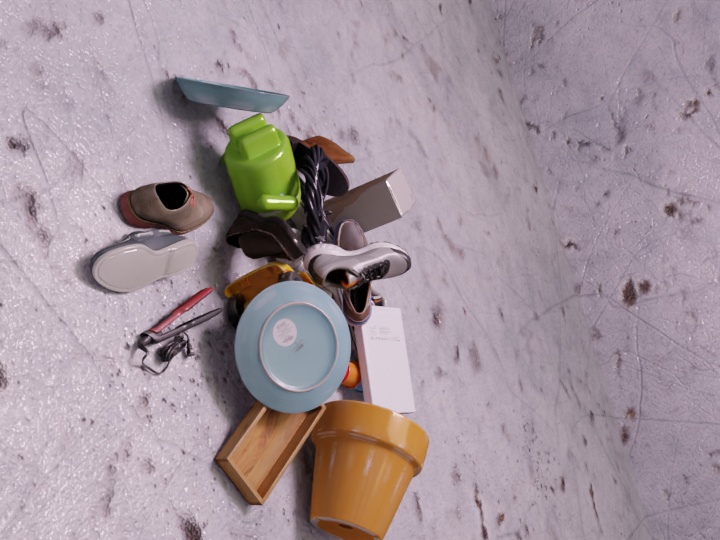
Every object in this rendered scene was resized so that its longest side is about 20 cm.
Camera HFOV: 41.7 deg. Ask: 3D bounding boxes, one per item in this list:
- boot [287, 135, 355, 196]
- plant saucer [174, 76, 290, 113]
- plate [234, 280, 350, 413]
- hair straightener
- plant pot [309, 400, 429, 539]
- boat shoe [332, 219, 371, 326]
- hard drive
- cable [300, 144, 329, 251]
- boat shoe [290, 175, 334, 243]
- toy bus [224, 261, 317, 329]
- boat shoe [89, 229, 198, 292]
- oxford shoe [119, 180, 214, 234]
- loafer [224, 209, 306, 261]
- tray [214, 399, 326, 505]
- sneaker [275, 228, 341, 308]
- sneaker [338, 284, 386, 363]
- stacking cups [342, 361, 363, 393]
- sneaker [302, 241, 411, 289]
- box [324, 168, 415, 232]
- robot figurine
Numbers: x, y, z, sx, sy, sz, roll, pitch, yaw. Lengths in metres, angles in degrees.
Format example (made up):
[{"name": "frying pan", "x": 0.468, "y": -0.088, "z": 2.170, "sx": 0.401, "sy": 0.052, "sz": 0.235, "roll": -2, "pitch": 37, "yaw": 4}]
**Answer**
[{"name": "boot", "x": -0.064, "y": -0.208, "z": 1.864, "sx": 0.199, "sy": 0.186, "sz": 0.070, "roll": -14, "pitch": 128, "yaw": -64}, {"name": "plant saucer", "x": -0.218, "y": -0.295, "z": 1.600, "sx": 0.199, "sy": 0.197, "sz": 0.037, "roll": -11, "pitch": 114, "yaw": -63}, {"name": "plate", "x": -0.098, "y": 0.117, "z": 1.453, "sx": 0.197, "sy": 0.025, "sz": 0.205, "roll": 2, "pitch": 85, "yaw": -28}, {"name": "hair straightener", "x": -0.259, "y": 0.095, "z": 1.383, "sx": 0.078, "sy": 0.040, "sz": 0.200, "roll": 64, "pitch": 27, "yaw": -10}, {"name": "plant pot", "x": -0.001, "y": 0.343, "z": 1.564, "sx": 0.200, "sy": 0.197, "sz": 0.186, "roll": 45, "pitch": 51, "yaw": -40}, {"name": "boat shoe", "x": -0.007, "y": -0.004, "z": 1.736, "sx": 0.072, "sy": 0.071, "sz": 0.204, "roll": 115, "pitch": -34, "yaw": -73}, {"name": "hard drive", "x": 0.045, "y": 0.170, "z": 1.790, "sx": 0.131, "sy": 0.026, "sz": 0.204, "roll": 8, "pitch": 70, "yaw": -51}, {"name": "cable", "x": -0.085, "y": -0.138, "z": 1.663, "sx": 0.202, "sy": 0.050, "sz": 0.165, "roll": -85, "pitch": 172, "yaw": -47}, {"name": "boat shoe", "x": -0.091, "y": -0.102, "z": 1.797, "sx": 0.201, "sy": 0.074, "sz": 0.063, "roll": 52, "pitch": 52, "yaw": -23}, {"name": "toy bus", "x": -0.113, "y": 0.068, "z": 1.584, "sx": 0.202, "sy": 0.134, "sz": 0.192, "roll": 62, "pitch": 24, "yaw": -11}, {"name": "boat shoe", "x": -0.319, "y": -0.021, "z": 1.353, "sx": 0.061, "sy": 0.074, "sz": 0.199, "roll": 32, "pitch": 24, "yaw": 24}, {"name": "oxford shoe", "x": -0.276, "y": -0.099, "z": 1.447, "sx": 0.199, "sy": 0.074, "sz": 0.072, "roll": -11, "pitch": 81, "yaw": -64}, {"name": "loafer", "x": -0.156, "y": -0.043, "z": 1.536, "sx": 0.071, "sy": 0.199, "sz": 0.073, "roll": -47, "pitch": 120, "yaw": -17}, {"name": "tray", "x": -0.136, "y": 0.250, "z": 1.460, "sx": 0.099, "sy": 0.037, "sz": 0.201, "roll": 57, "pitch": 46, "yaw": -24}, {"name": "sneaker", "x": -0.089, "y": 0.005, "z": 1.701, "sx": 0.201, "sy": 0.074, "sz": 0.100, "roll": 52, "pitch": 3, "yaw": -30}, {"name": "sneaker", "x": 0.013, "y": 0.096, "z": 1.863, "sx": 0.078, "sy": 0.078, "sz": 0.204, "roll": -15, "pitch": 87, "yaw": -64}, {"name": "stacking cups", "x": -0.009, "y": 0.200, "z": 1.784, "sx": 0.199, "sy": 0.060, "sz": 0.062, "roll": 26, "pitch": 50, "yaw": -48}, {"name": "sneaker", "x": 0.000, "y": 0.000, "z": 1.641, "sx": 0.196, "sy": 0.075, "sz": 0.080, "roll": -3, "pitch": 41, "yaw": -23}, {"name": "box", "x": -0.001, "y": -0.119, "z": 1.844, "sx": 0.079, "sy": 0.197, "sz": 0.095, "roll": 63, "pitch": 27, "yaw": -11}, {"name": "robot figurine", "x": -0.165, "y": -0.163, "z": 1.618, "sx": 0.175, "sy": 0.114, "sz": 0.202, "roll": 44, "pitch": -24, "yaw": 41}]
